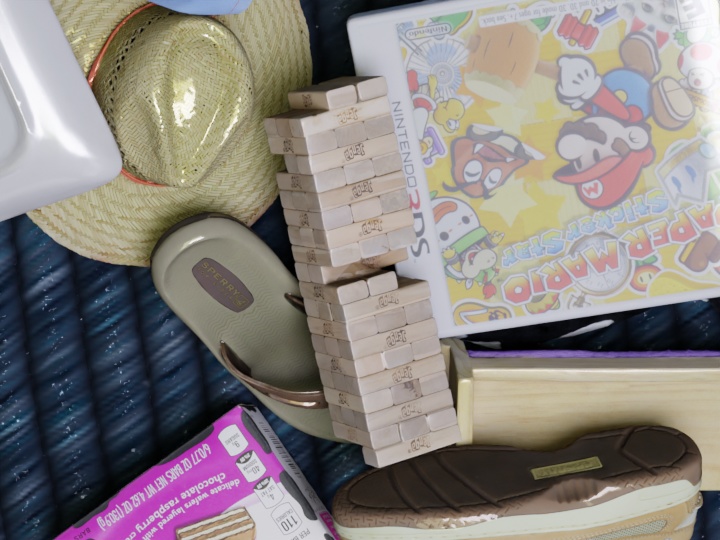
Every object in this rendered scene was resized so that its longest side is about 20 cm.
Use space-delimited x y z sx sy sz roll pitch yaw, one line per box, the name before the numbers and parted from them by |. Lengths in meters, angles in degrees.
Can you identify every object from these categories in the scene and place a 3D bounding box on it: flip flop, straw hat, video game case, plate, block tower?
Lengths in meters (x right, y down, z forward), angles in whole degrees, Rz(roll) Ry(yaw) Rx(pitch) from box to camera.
flip flop | -0.037 0.041 1.332 0.081 0.058 0.200 -43 126 6
straw hat | -0.099 -0.093 1.281 0.200 0.085 0.202 -5 103 -22
video game case | 0.106 -0.064 1.285 0.199 0.023 0.183 -9 103 12
plate | -0.249 -0.105 1.258 0.199 0.032 0.201 -19 103 20
block tower | 0.000 0.000 1.283 0.054 0.058 0.201 -16 100 -22

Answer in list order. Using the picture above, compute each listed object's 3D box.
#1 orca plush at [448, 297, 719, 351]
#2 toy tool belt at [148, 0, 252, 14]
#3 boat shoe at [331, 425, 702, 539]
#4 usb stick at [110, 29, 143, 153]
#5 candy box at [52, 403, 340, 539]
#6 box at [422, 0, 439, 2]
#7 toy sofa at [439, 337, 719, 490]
orca plush | 0.125 0.017 1.353 0.199 0.071 0.106 11 101 -6
toy tool belt | -0.092 -0.173 1.199 0.199 0.123 0.125 6 142 -26
boat shoe | 0.085 0.138 1.281 0.199 0.072 0.076 -5 120 -2
usb stick | -0.146 -0.124 1.323 0.055 0.033 0.201 -1 102 -5
candy box | -0.062 0.195 1.353 0.136 0.061 0.200 -36 84 4
box | 0.135 -0.156 1.323 0.199 0.060 0.117 -18 103 -1
toy sofa | 0.142 0.079 1.349 0.199 0.098 0.083 0 110 -4
